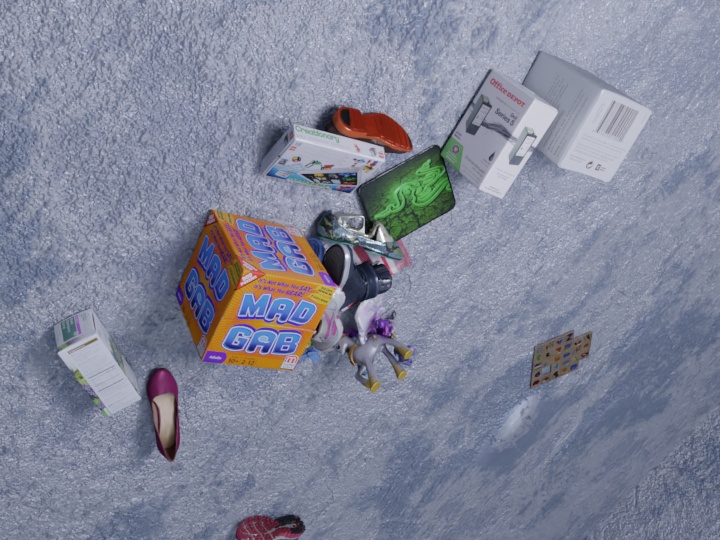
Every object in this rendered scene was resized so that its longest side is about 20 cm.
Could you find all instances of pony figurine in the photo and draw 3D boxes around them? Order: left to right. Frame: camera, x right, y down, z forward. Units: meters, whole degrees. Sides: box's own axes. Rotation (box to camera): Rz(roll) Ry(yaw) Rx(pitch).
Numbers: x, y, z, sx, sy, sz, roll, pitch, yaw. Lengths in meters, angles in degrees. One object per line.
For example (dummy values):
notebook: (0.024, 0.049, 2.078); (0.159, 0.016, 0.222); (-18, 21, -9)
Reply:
pony figurine: (0.029, 0.157, 1.703); (0.193, 0.200, 0.167); (-42, 140, -11)

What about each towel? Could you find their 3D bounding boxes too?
towel: (0.007, -0.009, 1.664); (0.199, 0.023, 0.145); (-35, 133, -2)

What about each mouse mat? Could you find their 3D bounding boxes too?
mouse mat: (0.100, -0.150, 1.603); (0.198, 0.008, 0.162); (-31, 126, -11)

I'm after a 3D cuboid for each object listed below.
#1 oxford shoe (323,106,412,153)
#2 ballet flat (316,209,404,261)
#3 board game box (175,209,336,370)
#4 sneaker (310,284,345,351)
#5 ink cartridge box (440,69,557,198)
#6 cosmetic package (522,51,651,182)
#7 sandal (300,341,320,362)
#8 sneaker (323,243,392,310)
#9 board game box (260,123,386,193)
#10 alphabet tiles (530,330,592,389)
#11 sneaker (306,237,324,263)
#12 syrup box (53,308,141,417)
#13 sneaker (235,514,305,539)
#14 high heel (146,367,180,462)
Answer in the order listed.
oxford shoe: (0.015, -0.254, 1.465); (0.198, 0.072, 0.072); (11, 146, -38)
ballet flat: (0.009, -0.074, 1.565); (0.197, 0.075, 0.075); (15, 117, -23)
board game box: (-0.201, 0.040, 1.455); (0.198, 0.200, 0.202); (11, 119, -36)
sneaker: (-0.089, 0.103, 1.561); (0.088, 0.081, 0.202); (-42, 153, -32)
ink cartridge box: (0.271, -0.270, 1.529); (0.083, 0.146, 0.202); (13, 116, -41)
cosmetic package: (0.431, -0.308, 1.557); (0.163, 0.201, 0.167); (10, 118, -35)
sandal: (-0.147, 0.167, 1.673); (0.197, 0.080, 0.088); (-2, 129, -27)
sneaker: (-0.001, -0.001, 1.573); (0.144, 0.078, 0.203); (-17, 151, -20)
board game box: (-0.068, -0.201, 1.425); (0.198, 0.035, 0.126); (8, 151, -35)
alphabet tiles: (0.569, 0.242, 2.190); (0.197, 0.008, 0.169); (-19, 131, -17)
sneaker: (-0.117, 0.026, 1.595); (0.078, 0.070, 0.202); (2, 119, -59)
syrup box: (-0.498, 0.177, 1.473); (0.081, 0.079, 0.202); (-27, 133, -9)
sneaker: (-0.236, 0.692, 2.016); (0.198, 0.081, 0.075); (14, 118, -37)
high heel: (-0.401, 0.300, 1.610); (0.066, 0.096, 0.202); (-13, 130, -20)
